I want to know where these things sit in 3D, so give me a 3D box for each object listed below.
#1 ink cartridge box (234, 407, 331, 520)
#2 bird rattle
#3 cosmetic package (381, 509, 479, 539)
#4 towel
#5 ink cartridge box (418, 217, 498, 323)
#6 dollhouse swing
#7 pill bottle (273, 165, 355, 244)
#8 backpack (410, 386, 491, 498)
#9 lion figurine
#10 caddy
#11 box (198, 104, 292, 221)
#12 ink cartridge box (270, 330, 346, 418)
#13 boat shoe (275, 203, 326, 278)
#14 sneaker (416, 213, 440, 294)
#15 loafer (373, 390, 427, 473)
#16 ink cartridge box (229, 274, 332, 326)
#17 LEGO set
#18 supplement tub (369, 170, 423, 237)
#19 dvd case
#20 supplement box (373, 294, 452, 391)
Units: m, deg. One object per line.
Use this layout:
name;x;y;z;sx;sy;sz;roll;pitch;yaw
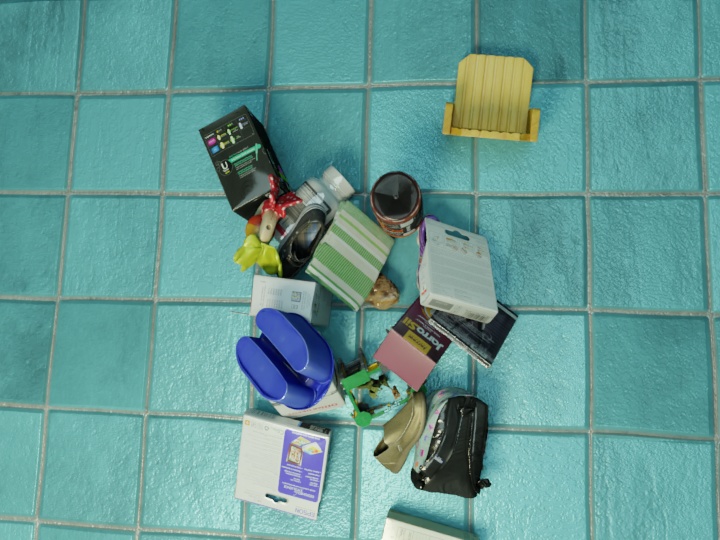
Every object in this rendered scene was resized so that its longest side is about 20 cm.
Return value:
ink cartridge box;-0.167;0.415;1.342;0.194;0.043;0.204;12;103;9
bird rattle;-0.203;-0.092;1.280;0.111;0.162;0.205;13;84;-26
cosmetic package;0.138;0.573;1.279;0.196;0.071;0.107;14;85;9
towel;-0.019;-0.034;1.313;0.152;0.023;0.202;38;55;-17
ink cartridge box;0.196;-0.002;1.296;0.159;0.050;0.203;16;47;-18
dollhouse swing;0.286;-0.375;1.343;0.195;0.182;0.180;8;104;9
pill bottle;-0.108;-0.133;1.383;0.200;0.111;0.111;-44;80;0
backpack;0.182;0.341;1.271;0.164;0.126;0.205;12;88;-20
lion figurine;0.000;0.000;1.373;0.120;0.073;0.203;-21;75;-9
caddy;-0.134;0.160;1.146;0.142;0.105;0.200;-52;55;5
box;-0.249;-0.232;1.395;0.123;0.149;0.203;-26;80;4
ink cartridge box;-0.123;0.219;1.289;0.142;0.201;0.085;-13;55;5
boat shoe;-0.125;-0.044;1.298;0.069;0.067;0.201;23;122;-22
sneaker;0.153;-0.022;1.349;0.079;0.083;0.205;-9;82;6
loafer;0.081;0.330;1.281;0.066;0.076;0.203;17;111;-8
ink cartridge box;-0.161;0.064;1.318;0.171;0.200;0.086;7;84;8
LEGO set;0.040;0.224;1.338;0.198;0.116;0.155;-33;109;6
supplement tub;0.081;-0.130;1.313;0.104;0.200;0.110;-1;82;8
dvd case;0.235;0.099;1.283;0.148;0.200;0.016;37;128;9
supplement box;0.125;0.132;1.257;0.110;0.200;0.086;36;125;9
